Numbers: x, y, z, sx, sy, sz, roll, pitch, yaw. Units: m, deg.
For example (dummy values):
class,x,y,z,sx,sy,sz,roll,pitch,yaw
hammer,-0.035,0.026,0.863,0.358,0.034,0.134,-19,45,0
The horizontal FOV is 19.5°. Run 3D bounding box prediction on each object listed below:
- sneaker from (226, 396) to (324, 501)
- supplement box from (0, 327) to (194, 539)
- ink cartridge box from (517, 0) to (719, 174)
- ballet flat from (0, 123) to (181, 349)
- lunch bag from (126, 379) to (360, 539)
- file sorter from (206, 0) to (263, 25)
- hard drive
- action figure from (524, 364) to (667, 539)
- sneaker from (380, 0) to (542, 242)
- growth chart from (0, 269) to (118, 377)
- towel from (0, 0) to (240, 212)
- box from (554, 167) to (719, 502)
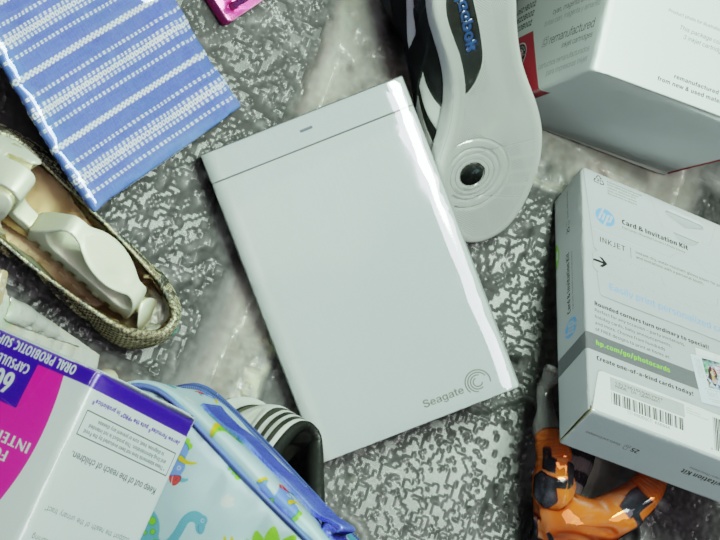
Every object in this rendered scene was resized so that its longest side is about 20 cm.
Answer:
class,x,y,z,sx,sy,sz,roll,pitch,yaw
sneaker,-0.093,0.157,1.190,0.076,0.115,0.201,41,72,-20
supplement box,-0.184,0.138,1.051,0.103,0.101,0.201,35,76,-60
ink cartridge box,0.194,-0.184,1.322,0.144,0.145,0.201,18,78,-19
ballet flat,-0.178,-0.028,1.197,0.200,0.075,0.068,41,76,-13
lunch bag,-0.086,0.164,1.114,0.200,0.082,0.161,42,100,22
file sorter,-0.024,-0.267,1.254,0.200,0.125,0.139,-36,99,-21
hard drive,0.000,0.000,1.267,0.131,0.027,0.201,-21,94,3
action figure,0.153,0.178,1.312,0.199,0.104,0.195,23,84,-30
sneaker,0.058,-0.126,1.305,0.073,0.112,0.201,-15,125,-15
growth chart,-0.189,0.087,1.149,0.018,0.200,0.145,10,70,24
towel,-0.160,-0.151,1.210,0.145,0.024,0.201,-40,104,-46
box,0.196,0.043,1.305,0.155,0.041,0.201,21,46,-19
